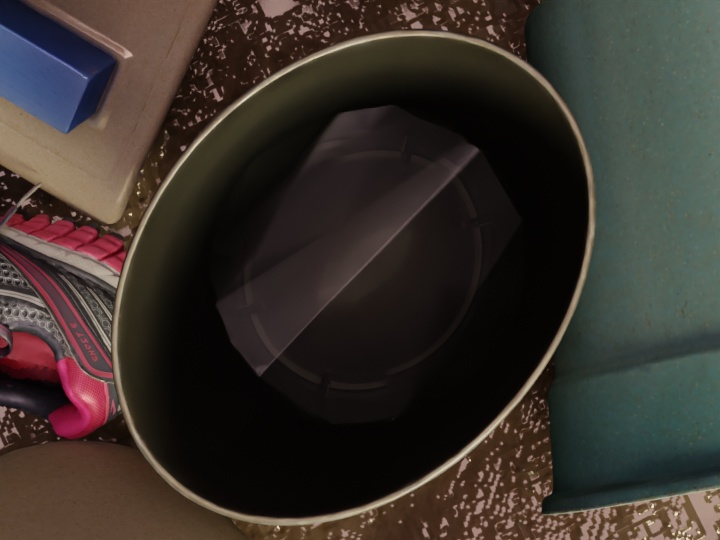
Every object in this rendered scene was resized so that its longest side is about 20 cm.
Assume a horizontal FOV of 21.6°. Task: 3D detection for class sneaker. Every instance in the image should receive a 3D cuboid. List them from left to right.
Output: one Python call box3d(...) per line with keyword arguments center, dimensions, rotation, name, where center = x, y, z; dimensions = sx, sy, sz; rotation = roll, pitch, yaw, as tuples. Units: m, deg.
box3d(center=(-0.176, 0.002, 0.751), dimensions=(0.199, 0.075, 0.081), rotation=(17, 130, 5), name="sneaker")

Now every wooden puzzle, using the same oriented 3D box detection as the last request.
box3d(center=(-0.143, -0.130, 0.714), dimensions=(0.185, 0.046, 0.201), rotation=(30, 122, 3), name="wooden puzzle")

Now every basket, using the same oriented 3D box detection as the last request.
box3d(center=(0.000, 0.000, 0.711), dimensions=(0.136, 0.200, 0.180), rotation=(44, 92, 0), name="basket")

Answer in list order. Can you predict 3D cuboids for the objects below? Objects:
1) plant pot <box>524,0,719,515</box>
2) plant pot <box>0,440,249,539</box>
box3d(center=(0.152, -0.018, 0.735), dimensions=(0.199, 0.200, 0.197), rotation=(-9, 84, -3), name="plant pot")
box3d(center=(-0.110, 0.147, 0.735), dimensions=(0.199, 0.201, 0.135), rotation=(-8, 54, -3), name="plant pot")
